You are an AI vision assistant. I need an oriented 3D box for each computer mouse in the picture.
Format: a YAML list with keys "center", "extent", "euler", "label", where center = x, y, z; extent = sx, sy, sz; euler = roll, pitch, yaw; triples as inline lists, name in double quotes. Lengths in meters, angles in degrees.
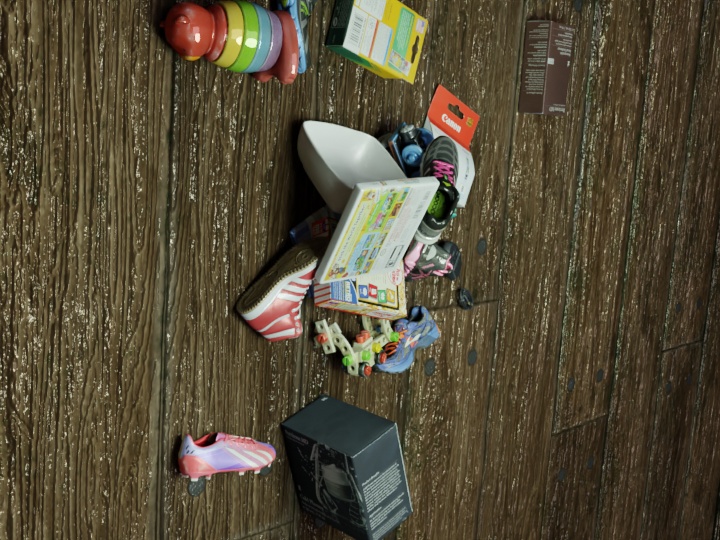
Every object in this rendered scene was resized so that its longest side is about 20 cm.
- center: [0.204, 0.015, 1.954]
  extent: [0.059, 0.033, 0.202]
  euler: [-63, 143, -39]
  label: "computer mouse"

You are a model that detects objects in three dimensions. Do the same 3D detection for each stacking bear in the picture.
- center: [-0.205, -0.356, 1.381]
  extent: [0.197, 0.121, 0.116]
  euler: [-1, 102, -39]
  label: "stacking bear"

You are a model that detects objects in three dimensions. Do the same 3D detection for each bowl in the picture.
- center: [-0.015, -0.164, 1.581]
  extent: [0.198, 0.201, 0.075]
  euler: [5, 131, -45]
  label: "bowl"

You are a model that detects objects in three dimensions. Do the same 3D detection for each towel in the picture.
- center: [-0.042, -0.055, 1.678]
  extent: [0.199, 0.024, 0.149]
  euler: [-36, 123, -35]
  label: "towel"

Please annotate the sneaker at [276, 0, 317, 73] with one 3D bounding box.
- center: [-0.099, -0.430, 1.496]
  extent: [0.082, 0.070, 0.204]
  euler: [-15, 107, -37]
  label: "sneaker"

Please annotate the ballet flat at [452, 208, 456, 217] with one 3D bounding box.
- center: [0.089, -0.104, 1.662]
  extent: [0.197, 0.067, 0.071]
  euler: [-21, 81, -26]
  label: "ballet flat"

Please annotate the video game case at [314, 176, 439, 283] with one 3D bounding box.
- center: [0.028, -0.069, 1.528]
  extent: [0.180, 0.023, 0.202]
  euler: [-10, 138, -41]
  label: "video game case"

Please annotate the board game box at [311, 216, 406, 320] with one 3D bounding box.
- center: [0.000, 0.000, 1.646]
  extent: [0.198, 0.046, 0.155]
  euler: [14, 67, -43]
  label: "board game box"

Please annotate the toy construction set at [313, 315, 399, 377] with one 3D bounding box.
- center: [0.002, 0.121, 1.712]
  extent: [0.198, 0.091, 0.134]
  euler: [-20, 113, -42]
  label: "toy construction set"

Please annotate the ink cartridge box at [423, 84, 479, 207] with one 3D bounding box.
- center: [0.186, -0.253, 1.856]
  extent: [0.159, 0.047, 0.204]
  euler: [25, 83, -46]
  label: "ink cartridge box"

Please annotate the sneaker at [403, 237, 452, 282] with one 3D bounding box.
- center: [0.131, -0.011, 1.764]
  extent: [0.200, 0.094, 0.080]
  euler: [100, 12, -79]
  label: "sneaker"

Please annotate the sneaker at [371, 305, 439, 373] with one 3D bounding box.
- center: [0.082, 0.140, 1.828]
  extent: [0.200, 0.074, 0.080]
  euler: [-40, 117, -43]
  label: "sneaker"

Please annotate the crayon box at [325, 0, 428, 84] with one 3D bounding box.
- center: [0.032, -0.432, 1.650]
  extent: [0.198, 0.051, 0.128]
  euler: [16, 87, -46]
  label: "crayon box"

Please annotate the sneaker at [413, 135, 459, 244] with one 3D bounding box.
- center: [0.143, -0.150, 1.606]
  extent: [0.072, 0.087, 0.204]
  euler: [17, 74, -12]
  label: "sneaker"

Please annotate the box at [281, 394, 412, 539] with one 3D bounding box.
- center: [-0.024, 0.362, 1.661]
  extent: [0.123, 0.198, 0.200]
  euler: [-28, 118, -38]
  label: "box"

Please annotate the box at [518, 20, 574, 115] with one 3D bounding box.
- center: [0.417, -0.453, 2.039]
  extent: [0.099, 0.074, 0.204]
  euler: [-7, 106, -46]
  label: "box"

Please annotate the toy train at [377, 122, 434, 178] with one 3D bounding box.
- center: [0.096, -0.184, 1.727]
  extent: [0.087, 0.112, 0.202]
  euler: [-60, 136, -44]
  label: "toy train"

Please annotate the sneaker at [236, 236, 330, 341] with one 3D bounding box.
- center: [-0.111, 0.037, 1.569]
  extent: [0.199, 0.071, 0.113]
  euler: [-40, 128, -6]
  label: "sneaker"

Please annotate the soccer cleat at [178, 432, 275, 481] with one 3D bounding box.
- center: [-0.222, 0.306, 1.542]
  extent: [0.198, 0.066, 0.078]
  euler: [0, 95, -44]
  label: "soccer cleat"
